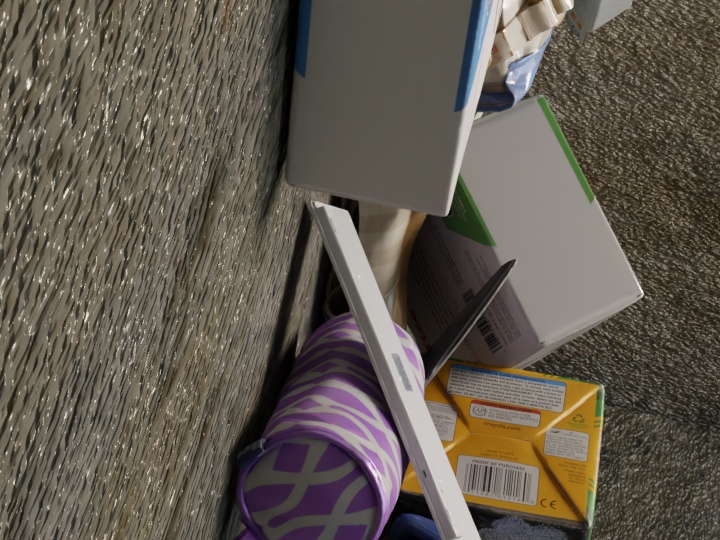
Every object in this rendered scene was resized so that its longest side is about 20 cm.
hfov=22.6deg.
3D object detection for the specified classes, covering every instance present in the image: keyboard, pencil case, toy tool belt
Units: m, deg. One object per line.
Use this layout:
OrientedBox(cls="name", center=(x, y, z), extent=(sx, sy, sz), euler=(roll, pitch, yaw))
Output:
OrientedBox(cls="keyboard", center=(0.019, 0.056, 0.972), extent=(0.201, 0.011, 0.056), euler=(68, 11, 12))
OrientedBox(cls="pencil case", center=(-0.014, 0.091, 0.983), extent=(0.086, 0.084, 0.200), euler=(-47, -176, 20))
OrientedBox(cls="toy tool belt", center=(0.069, -0.145, 1.122), extent=(0.200, 0.124, 0.124), euler=(-69, 162, -55))

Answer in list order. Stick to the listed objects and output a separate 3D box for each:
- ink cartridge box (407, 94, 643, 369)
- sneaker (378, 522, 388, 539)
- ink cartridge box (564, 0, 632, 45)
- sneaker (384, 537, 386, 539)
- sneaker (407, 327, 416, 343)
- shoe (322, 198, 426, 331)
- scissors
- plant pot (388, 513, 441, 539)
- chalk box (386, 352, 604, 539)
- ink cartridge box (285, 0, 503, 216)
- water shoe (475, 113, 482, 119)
OrientedBox(cls="ink cartridge box", center=(0.087, -0.008, 1.193), extent=(0.145, 0.084, 0.200), euler=(64, -19, 7))
OrientedBox(cls="sneaker", center=(-0.025, 0.156, 1.151), extent=(0.200, 0.075, 0.088), euler=(-72, 156, -69))
OrientedBox(cls="ink cartridge box", center=(0.124, -0.264, 1.221), extent=(0.197, 0.043, 0.200), euler=(60, 2, 5))
OrientedBox(cls="sneaker", center=(0.055, 0.138, 1.337), extent=(0.085, 0.077, 0.200), euler=(-54, -178, 40))
OrientedBox(cls="sneaker", center=(0.032, 0.070, 1.430), extent=(0.200, 0.080, 0.076), euler=(93, 8, -66))
OrientedBox(cls="shoe", center=(0.000, 0.000, 1.130), extent=(0.070, 0.053, 0.201), euler=(-125, -139, -50))
OrientedBox(cls="scissors", center=(0.031, 0.078, 1.085), extent=(0.200, 0.014, 0.073), euler=(-40, -138, 14))
OrientedBox(cls="plant pot", center=(0.039, 0.271, 1.009), extent=(0.180, 0.199, 0.201), euler=(-31, 141, -45))
OrientedBox(cls="chalk box", center=(0.079, 0.173, 1.158), extent=(0.124, 0.124, 0.201), euler=(-76, 174, -47))
OrientedBox(cls="ink cartridge box", center=(0.029, -0.149, 0.867), extent=(0.145, 0.084, 0.201), euler=(97, 7, -45))
OrientedBox(cls="water shoe", center=(0.069, -0.179, 1.302), extent=(0.079, 0.071, 0.201), euler=(-61, 163, -79))
